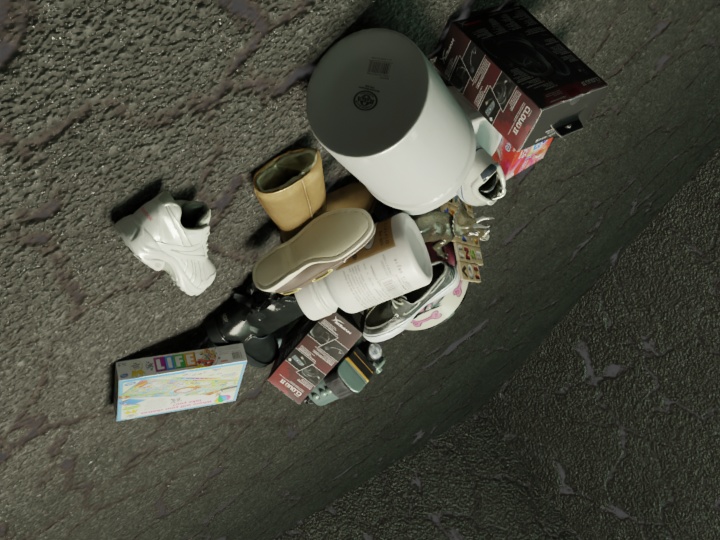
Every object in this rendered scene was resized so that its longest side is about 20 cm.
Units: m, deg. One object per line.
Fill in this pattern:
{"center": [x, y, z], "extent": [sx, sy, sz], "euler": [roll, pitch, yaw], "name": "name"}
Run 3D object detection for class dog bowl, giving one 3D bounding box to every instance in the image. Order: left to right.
{"center": [0.097, 0.004, 1.459], "extent": [0.200, 0.201, 0.074], "euler": [-42, 145, 7], "name": "dog bowl"}

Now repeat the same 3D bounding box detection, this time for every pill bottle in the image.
{"center": [0.000, 0.000, 1.223], "extent": [0.197, 0.116, 0.114], "euler": [-22, 164, 17], "name": "pill bottle"}

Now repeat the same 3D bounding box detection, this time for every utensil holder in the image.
{"center": [0.040, -0.182, 1.003], "extent": [0.170, 0.171, 0.200], "euler": [-42, 158, 9], "name": "utensil holder"}

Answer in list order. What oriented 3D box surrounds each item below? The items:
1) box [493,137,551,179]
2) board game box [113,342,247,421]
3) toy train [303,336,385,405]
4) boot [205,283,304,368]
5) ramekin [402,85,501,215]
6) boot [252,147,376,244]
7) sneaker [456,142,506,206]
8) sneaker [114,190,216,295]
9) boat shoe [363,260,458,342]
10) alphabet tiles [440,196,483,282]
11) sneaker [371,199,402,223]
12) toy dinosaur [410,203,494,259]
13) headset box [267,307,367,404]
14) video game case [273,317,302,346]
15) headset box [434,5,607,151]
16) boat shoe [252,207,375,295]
{"center": [0.271, -0.259, 1.338], "extent": [0.099, 0.096, 0.201], "euler": [-30, 158, -22], "name": "box"}
{"center": [-0.288, 0.178, 1.277], "extent": [0.197, 0.035, 0.135], "euler": [-7, 146, -24], "name": "board game box"}
{"center": [-0.037, 0.184, 1.446], "extent": [0.114, 0.085, 0.199], "euler": [-46, -171, -37], "name": "toy train"}
{"center": [-0.143, 0.080, 1.318], "extent": [0.161, 0.074, 0.198], "euler": [-32, 150, 13], "name": "boot"}
{"center": [0.114, -0.188, 1.218], "extent": [0.201, 0.095, 0.203], "euler": [-33, 158, -15], "name": "ramekin"}
{"center": [-0.055, -0.109, 1.133], "extent": [0.174, 0.066, 0.201], "euler": [-36, 158, -11], "name": "boot"}
{"center": [0.186, -0.129, 1.226], "extent": [0.073, 0.071, 0.200], "euler": [-42, 160, 7], "name": "sneaker"}
{"center": [-0.214, -0.035, 0.999], "extent": [0.099, 0.078, 0.200], "euler": [-42, 160, -1], "name": "sneaker"}
{"center": [0.073, 0.043, 1.365], "extent": [0.199, 0.072, 0.071], "euler": [-38, 146, 8], "name": "boat shoe"}
{"center": [0.179, -0.080, 1.433], "extent": [0.007, 0.204, 0.167], "euler": [-14, 170, 25], "name": "alphabet tiles"}
{"center": [0.057, -0.108, 1.320], "extent": [0.114, 0.076, 0.199], "euler": [-46, 164, 16], "name": "sneaker"}
{"center": [0.107, -0.067, 1.303], "extent": [0.196, 0.078, 0.103], "euler": [-2, 143, -16], "name": "toy dinosaur"}
{"center": [-0.077, 0.123, 1.401], "extent": [0.200, 0.077, 0.149], "euler": [-47, -169, 21], "name": "headset box"}
{"center": [-0.110, 0.069, 1.463], "extent": [0.180, 0.023, 0.201], "euler": [-28, 156, -28], "name": "video game case"}
{"center": [0.222, -0.258, 1.087], "extent": [0.148, 0.201, 0.078], "euler": [-25, 156, -34], "name": "headset box"}
{"center": [-0.060, -0.024, 1.141], "extent": [0.198, 0.073, 0.059], "euler": [-29, 155, 18], "name": "boat shoe"}
